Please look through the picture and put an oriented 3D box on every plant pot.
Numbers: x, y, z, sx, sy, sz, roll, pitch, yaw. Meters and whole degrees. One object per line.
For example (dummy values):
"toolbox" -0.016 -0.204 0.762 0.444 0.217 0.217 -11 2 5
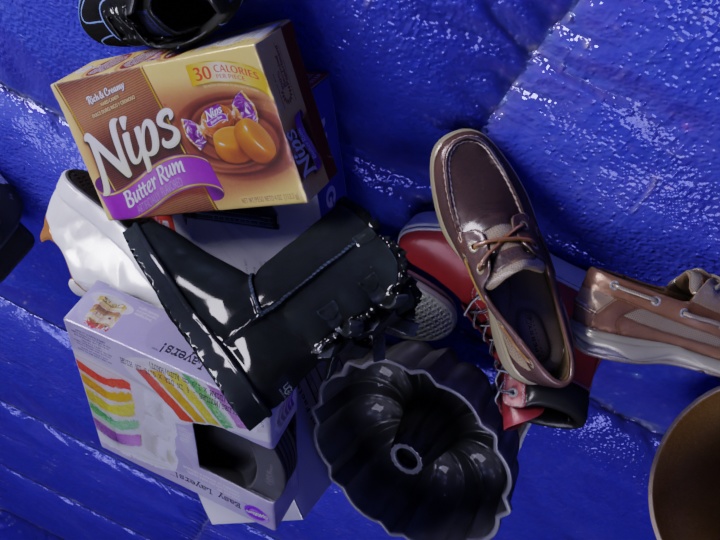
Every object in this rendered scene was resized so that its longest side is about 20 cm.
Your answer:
"plant pot" 0.384 0.218 0.784 0.199 0.189 0.185 31 150 -35

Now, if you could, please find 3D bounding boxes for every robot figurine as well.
"robot figurine" -0.444 -0.077 0.960 0.148 0.126 0.201 -21 130 19

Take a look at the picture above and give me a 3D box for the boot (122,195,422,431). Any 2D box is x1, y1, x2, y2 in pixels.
"boot" -0.063 0.003 0.659 0.199 0.162 0.074 48 167 26

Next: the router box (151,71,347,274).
"router box" -0.099 -0.065 0.750 0.177 0.049 0.203 8 124 26

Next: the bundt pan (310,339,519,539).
"bundt pan" 0.058 0.149 0.812 0.199 0.076 0.205 16 124 26

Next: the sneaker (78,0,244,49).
"sneaker" -0.148 -0.190 0.632 0.198 0.079 0.070 -10 134 42

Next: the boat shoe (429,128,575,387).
"boat shoe" 0.109 -0.008 0.653 0.072 0.071 0.203 -157 48 -82

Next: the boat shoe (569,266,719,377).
"boat shoe" 0.257 0.037 0.682 0.196 0.073 0.076 7 -171 -6

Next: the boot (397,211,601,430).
"boot" 0.105 0.045 0.735 0.198 0.146 0.073 24 155 4

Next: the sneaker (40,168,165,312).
"sneaker" -0.189 0.005 0.758 0.199 0.073 0.085 39 109 14

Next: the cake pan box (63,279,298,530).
"cake pan box" -0.139 0.118 0.747 0.197 0.053 0.186 22 141 15

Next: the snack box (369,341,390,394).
"snack box" 0.025 0.107 0.905 0.202 0.024 0.072 60 171 -17

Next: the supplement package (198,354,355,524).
"supplement package" -0.077 0.147 0.912 0.120 0.200 0.121 -12 107 32

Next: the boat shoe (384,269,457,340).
"boat shoe" 0.000 0.000 0.817 0.197 0.062 0.075 23 130 11

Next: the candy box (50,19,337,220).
"candy box" -0.125 -0.106 0.667 0.197 0.057 0.118 -2 119 29

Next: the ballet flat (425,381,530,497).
"ballet flat" 0.136 0.145 0.865 0.069 0.070 0.201 28 115 -7
